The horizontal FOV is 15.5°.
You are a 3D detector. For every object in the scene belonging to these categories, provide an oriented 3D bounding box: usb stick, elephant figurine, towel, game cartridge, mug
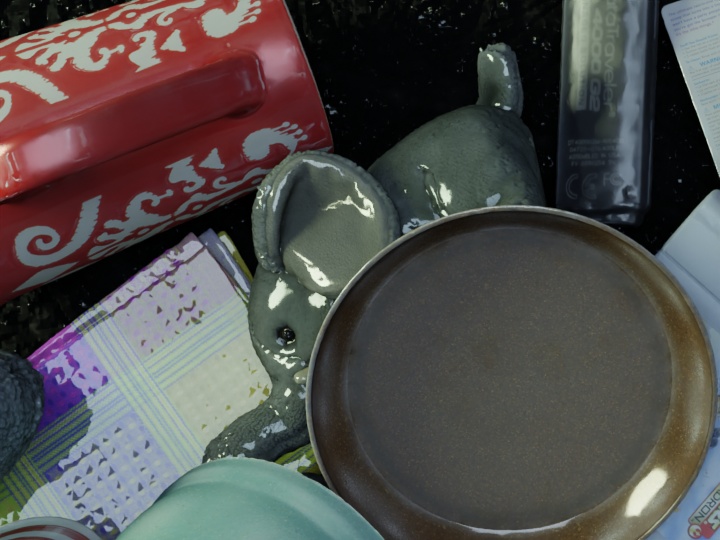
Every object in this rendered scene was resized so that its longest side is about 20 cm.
[{"bbox_3d":[0.132,-0.123,1.404,0.055,0.033,0.202,0,84,25],"label":"usb stick"},{"bbox_3d":[0.000,0.000,1.352,0.199,0.156,0.142,-12,125,5],"label":"elephant figurine"},{"bbox_3d":[-0.115,0.089,1.401,0.200,0.023,0.144,-37,86,-1],"label":"towel"},{"bbox_3d":[0.163,0.077,1.333,0.133,0.042,0.200,42,99,18],"label":"game cartridge"},{"bbox_3d":[-0.118,-0.063,1.349,0.199,0.178,0.134,-20,123,-5],"label":"mug"}]

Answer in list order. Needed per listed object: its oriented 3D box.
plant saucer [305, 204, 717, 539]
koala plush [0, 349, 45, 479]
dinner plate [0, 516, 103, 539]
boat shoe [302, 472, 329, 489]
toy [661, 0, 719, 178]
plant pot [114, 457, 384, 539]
[{"bbox_3d":[0.073,0.058,1.291,0.199,0.032,0.202,0,112,0],"label":"plant saucer"},{"bbox_3d":[-0.254,0.130,1.320,0.182,0.177,0.201,8,93,12],"label":"koala plush"},{"bbox_3d":[-0.195,0.209,1.318,0.024,0.200,0.201,28,85,34],"label":"dinner plate"},{"bbox_3d":[-0.006,0.196,1.367,0.066,0.074,0.200,-28,93,-31],"label":"boat shoe"},{"bbox_3d":[0.242,-0.060,1.385,0.114,0.047,0.201,-17,69,1],"label":"toy"},{"bbox_3d":[-0.073,0.210,1.282,0.134,0.200,0.201,-32,83,-44],"label":"plant pot"}]
